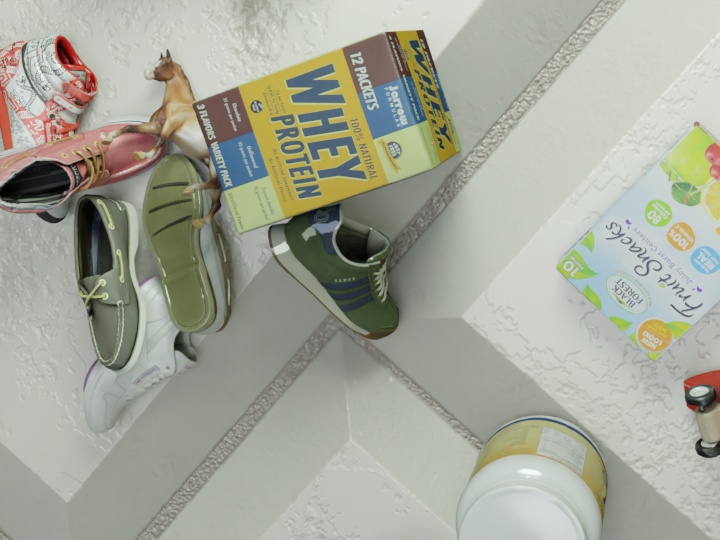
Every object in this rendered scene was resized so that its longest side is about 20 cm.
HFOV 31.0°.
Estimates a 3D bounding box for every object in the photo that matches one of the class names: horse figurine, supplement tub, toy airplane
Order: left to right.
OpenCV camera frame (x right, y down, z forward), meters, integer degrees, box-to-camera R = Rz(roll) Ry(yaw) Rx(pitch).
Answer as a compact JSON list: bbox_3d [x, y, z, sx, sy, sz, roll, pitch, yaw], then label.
[{"bbox_3d":[-0.176,-0.129,1.384,0.200,0.133,0.050,40,138,-2],"label":"horse figurine"},{"bbox_3d":[0.175,0.241,1.320,0.144,0.200,0.145,3,102,13],"label":"supplement tub"},{"bbox_3d":[0.434,0.132,1.267,0.199,0.141,0.200,45,141,14],"label":"toy airplane"}]

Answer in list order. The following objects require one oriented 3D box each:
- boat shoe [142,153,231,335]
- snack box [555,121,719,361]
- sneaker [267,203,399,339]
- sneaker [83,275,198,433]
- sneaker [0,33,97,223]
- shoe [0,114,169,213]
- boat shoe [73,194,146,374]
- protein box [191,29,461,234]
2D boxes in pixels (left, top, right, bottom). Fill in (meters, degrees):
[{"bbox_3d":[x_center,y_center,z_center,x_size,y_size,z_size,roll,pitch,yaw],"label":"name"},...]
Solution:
[{"bbox_3d":[-0.186,-0.026,1.421,0.075,0.068,0.200,-13,77,21],"label":"boat shoe"},{"bbox_3d":[0.317,-0.028,1.307,0.142,0.053,0.200,44,108,3],"label":"snack box"},{"bbox_3d":[0.000,0.000,1.332,0.090,0.067,0.200,-27,134,25],"label":"sneaker"},{"bbox_3d":[-0.244,0.109,1.459,0.100,0.075,0.200,31,107,7],"label":"sneaker"},{"bbox_3d":[-0.335,-0.159,1.430,0.108,0.067,0.202,-16,95,19],"label":"sneaker"},{"bbox_3d":[-0.295,-0.109,1.381,0.200,0.091,0.072,-15,113,-12],"label":"shoe"},{"bbox_3d":[-0.278,0.013,1.410,0.072,0.060,0.202,-20,66,32],"label":"boat shoe"},{"bbox_3d":[-0.025,-0.142,1.290,0.200,0.199,0.135,-18,96,16],"label":"protein box"}]
